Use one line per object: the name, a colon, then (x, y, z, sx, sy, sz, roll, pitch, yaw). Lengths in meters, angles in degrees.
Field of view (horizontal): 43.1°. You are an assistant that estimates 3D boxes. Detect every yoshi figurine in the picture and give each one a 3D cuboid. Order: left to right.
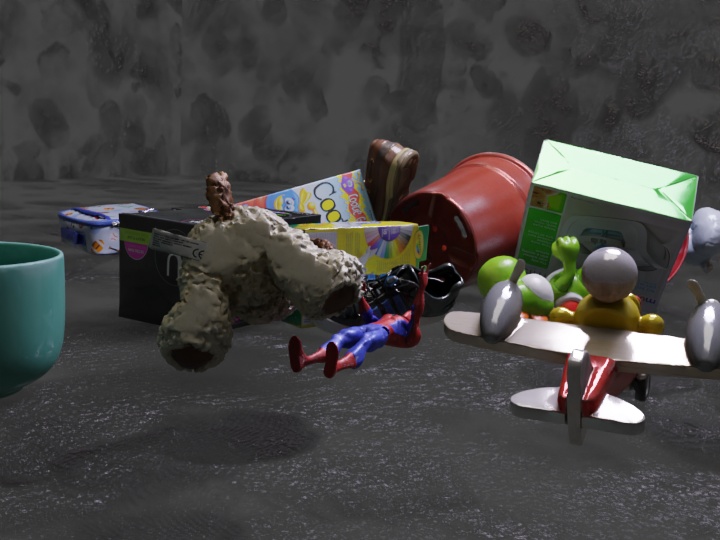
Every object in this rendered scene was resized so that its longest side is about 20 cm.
yoshi figurine: (0.225, 0.015, 1.123, 0.200, 0.113, 0.112, -5, 4, -31)

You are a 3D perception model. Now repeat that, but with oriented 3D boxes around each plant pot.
plant pot: (0.150, -0.061, 1.337, 0.200, 0.201, 0.195, 9, 18, 34)

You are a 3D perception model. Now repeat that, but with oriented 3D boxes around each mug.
mug: (-0.333, 0.043, 0.735, 0.185, 0.115, 0.152, -6, 13, -42)

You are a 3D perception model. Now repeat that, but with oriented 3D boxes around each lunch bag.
lunch bag: (-0.436, -0.074, 1.592, 0.160, 0.076, 0.200, -7, 12, -36)

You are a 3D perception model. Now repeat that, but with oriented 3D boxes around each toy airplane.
toy airplane: (0.191, 0.053, 0.734, 0.199, 0.142, 0.199, 0, 10, -20)

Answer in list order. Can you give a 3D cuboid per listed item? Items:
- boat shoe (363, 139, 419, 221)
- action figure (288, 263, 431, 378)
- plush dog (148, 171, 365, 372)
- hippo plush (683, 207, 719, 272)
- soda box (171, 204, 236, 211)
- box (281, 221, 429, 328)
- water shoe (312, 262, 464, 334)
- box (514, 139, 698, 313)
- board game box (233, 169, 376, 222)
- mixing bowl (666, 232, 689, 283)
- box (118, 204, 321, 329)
boat shoe: (0.030, -0.109, 1.325, 0.067, 0.200, 0.072, 32, 50, 16)
action figure: (0.010, 0.042, 0.915, 0.065, 0.099, 0.200, 8, 8, 30)
plush dog: (-0.107, 0.002, 0.885, 0.200, 0.161, 0.172, -23, -12, -3)
hippo plush: (0.555, -0.045, 1.597, 0.160, 0.160, 0.200, 19, -35, -6)
soda box: (-0.276, -0.096, 1.802, 0.071, 0.064, 0.200, 9, 10, 39)
box: (0.000, 0.000, 1.096, 0.200, 0.118, 0.048, -3, 11, -37)
water shoe: (0.028, 0.021, 1.028, 0.200, 0.079, 0.072, -4, 51, -38)
box: (0.314, -0.057, 1.193, 0.199, 0.177, 0.097, 16, 48, 11)
board game box: (-0.090, -0.059, 1.278, 0.200, 0.103, 0.105, -19, 1, -24)
mixing bowl: (0.369, -0.047, 1.351, 0.199, 0.201, 0.108, 2, -12, 0)
box: (-0.162, -0.008, 1.075, 0.148, 0.125, 0.200, 8, 11, 34)
